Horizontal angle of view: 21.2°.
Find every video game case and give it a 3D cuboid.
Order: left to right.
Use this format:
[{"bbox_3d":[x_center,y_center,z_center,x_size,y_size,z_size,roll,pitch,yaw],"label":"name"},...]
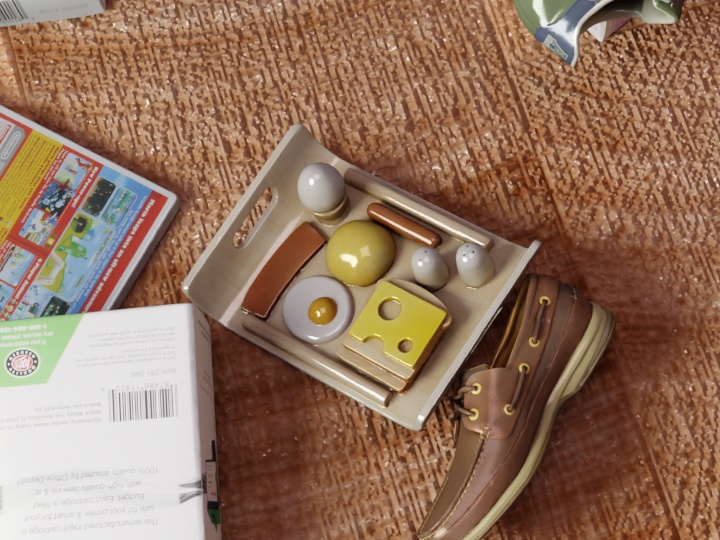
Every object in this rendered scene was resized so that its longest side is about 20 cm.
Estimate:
[{"bbox_3d":[-0.243,-0.033,1.328,0.199,0.017,0.144,27,75,14],"label":"video game case"}]

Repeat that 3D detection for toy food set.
[{"bbox_3d":[0.000,0.000,1.258,0.199,0.060,0.144,27,74,26],"label":"toy food set"}]

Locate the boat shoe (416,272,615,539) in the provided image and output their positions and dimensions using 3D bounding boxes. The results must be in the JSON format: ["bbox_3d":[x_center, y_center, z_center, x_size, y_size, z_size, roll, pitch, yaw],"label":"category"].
[{"bbox_3d":[0.086,0.091,1.217,0.067,0.072,0.201,36,70,-9],"label":"boat shoe"}]

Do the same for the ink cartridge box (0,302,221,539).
[{"bbox_3d":[-0.164,0.131,1.219,0.145,0.084,0.202,-5,76,4],"label":"ink cartridge box"}]

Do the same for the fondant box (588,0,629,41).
[{"bbox_3d":[0.158,-0.282,1.359,0.144,0.058,0.200,-38,71,-8],"label":"fondant box"}]

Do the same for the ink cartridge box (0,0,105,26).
[{"bbox_3d":[-0.246,-0.279,1.399,0.108,0.050,0.202,-7,71,3],"label":"ink cartridge box"}]

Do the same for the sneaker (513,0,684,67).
[{"bbox_3d":[0.194,-0.204,1.270,0.199,0.067,0.090,-28,79,-5],"label":"sneaker"}]
